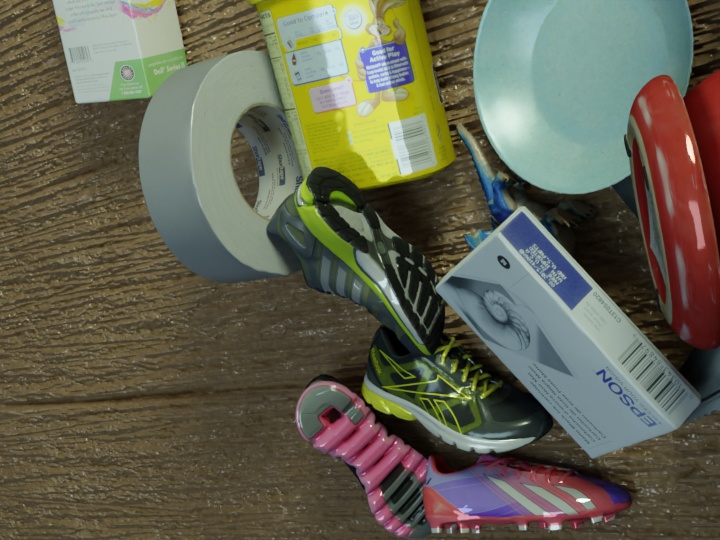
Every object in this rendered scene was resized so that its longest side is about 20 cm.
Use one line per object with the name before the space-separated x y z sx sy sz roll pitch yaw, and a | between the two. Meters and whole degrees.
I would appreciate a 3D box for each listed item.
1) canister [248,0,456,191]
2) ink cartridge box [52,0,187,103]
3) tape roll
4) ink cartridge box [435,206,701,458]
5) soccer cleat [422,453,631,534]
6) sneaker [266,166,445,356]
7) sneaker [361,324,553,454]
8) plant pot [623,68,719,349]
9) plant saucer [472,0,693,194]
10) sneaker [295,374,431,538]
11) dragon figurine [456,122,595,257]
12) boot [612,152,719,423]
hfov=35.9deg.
canister | -0.006 -0.174 0.959 0.147 0.087 0.202 -8 105 27
ink cartridge box | -0.249 -0.276 1.116 0.116 0.067 0.202 3 110 36
tape roll | -0.102 -0.092 0.994 0.066 0.200 0.202 -8 103 37
ink cartridge box | 0.150 0.063 0.901 0.200 0.041 0.200 47 158 4
soccer cleat | 0.146 0.199 1.012 0.199 0.067 0.077 -12 74 30
sneaker | 0.000 0.000 0.971 0.081 0.074 0.200 -25 113 40
sneaker | 0.082 0.104 1.014 0.199 0.074 0.085 13 116 32
plant pot | 0.272 -0.046 0.700 0.181 0.200 0.202 -12 102 9
plant saucer | 0.173 -0.159 0.850 0.200 0.038 0.203 4 96 47
sneaker | 0.011 0.178 1.106 0.079 0.095 0.200 -39 103 0
dragon figurine | 0.130 -0.034 0.937 0.200 0.059 0.100 40 126 16
boot | 0.251 -0.002 0.855 0.165 0.066 0.201 -39 86 31
